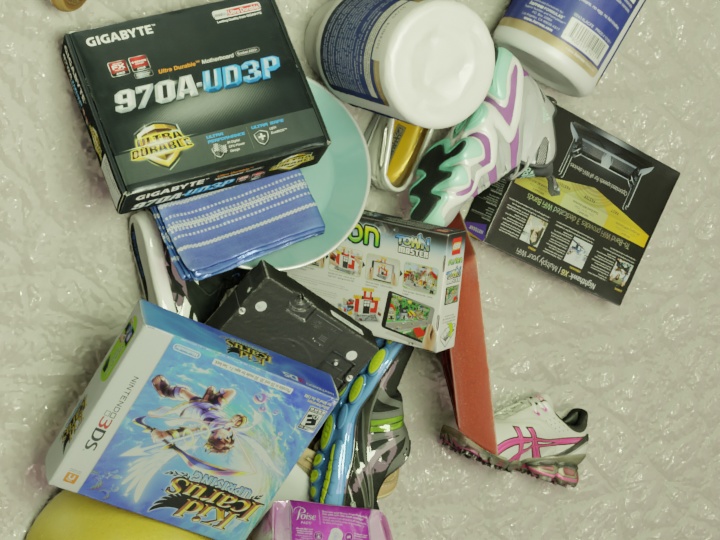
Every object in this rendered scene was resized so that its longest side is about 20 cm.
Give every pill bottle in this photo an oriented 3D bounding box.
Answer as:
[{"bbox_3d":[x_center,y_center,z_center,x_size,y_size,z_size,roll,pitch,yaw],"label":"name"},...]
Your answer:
[{"bbox_3d":[0.226,-0.283,1.524,0.115,0.116,0.201,33,87,-30],"label":"pill bottle"},{"bbox_3d":[0.027,-0.196,1.394,0.110,0.200,0.112,-7,107,-26],"label":"pill bottle"}]

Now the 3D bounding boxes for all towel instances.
[{"bbox_3d":[-0.130,-0.099,1.380,0.144,0.024,0.201,-20,78,-21],"label":"towel"}]

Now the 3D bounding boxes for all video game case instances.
[{"bbox_3d":[-0.148,0.140,1.363,0.199,0.046,0.182,23,113,-26],"label":"video game case"}]

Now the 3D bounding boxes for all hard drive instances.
[{"bbox_3d":[-0.098,0.100,1.400,0.139,0.038,0.200,33,107,-29],"label":"hard drive"}]

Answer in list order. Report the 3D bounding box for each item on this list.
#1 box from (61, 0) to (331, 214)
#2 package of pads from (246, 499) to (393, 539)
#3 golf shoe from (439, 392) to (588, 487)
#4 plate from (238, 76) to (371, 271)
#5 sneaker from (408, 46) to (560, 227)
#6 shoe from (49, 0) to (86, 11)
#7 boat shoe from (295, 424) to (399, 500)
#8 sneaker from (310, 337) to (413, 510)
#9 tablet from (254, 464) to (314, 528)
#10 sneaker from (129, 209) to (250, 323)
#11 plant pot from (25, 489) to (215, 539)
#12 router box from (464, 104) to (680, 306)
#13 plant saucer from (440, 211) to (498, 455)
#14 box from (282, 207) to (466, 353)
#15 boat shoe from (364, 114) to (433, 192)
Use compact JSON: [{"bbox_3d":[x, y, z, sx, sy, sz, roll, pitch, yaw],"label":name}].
[{"bbox_3d":[-0.144,-0.150,1.361,0.198,0.046,0.160,-15,75,-23],"label":"box"},{"bbox_3d":[-0.058,0.292,1.475,0.119,0.200,0.076,9,55,-19],"label":"package of pads"},{"bbox_3d":[0.164,0.169,1.642,0.199,0.072,0.093,17,89,-40],"label":"golf shoe"},{"bbox_3d":[-0.089,-0.091,1.417,0.198,0.026,0.202,3,72,-10],"label":"plate"},{"bbox_3d":[0.137,-0.098,1.489,0.139,0.078,0.201,34,75,-29],"label":"sneaker"},{"bbox_3d":[-0.253,-0.322,1.307,0.070,0.053,0.202,-23,122,-56],"label":"shoe"},{"bbox_3d":[-0.037,0.174,1.522,0.199,0.072,0.065,20,132,-29],"label":"boat shoe"},{"bbox_3d":[0.012,0.143,1.478,0.082,0.071,0.201,14,94,-30],"label":"sneaker"},{"bbox_3d":[-0.117,0.215,1.501,0.130,0.014,0.200,-31,120,18],"label":"tablet"},{"bbox_3d":[-0.141,0.032,1.440,0.111,0.073,0.202,-15,109,-22],"label":"sneaker"},{"bbox_3d":[-0.204,0.301,1.423,0.198,0.142,0.202,-7,111,-18],"label":"plant pot"},{"bbox_3d":[0.221,-0.072,1.613,0.199,0.052,0.158,24,92,-30],"label":"router box"},{"bbox_3d":[0.096,0.053,1.514,0.036,0.200,0.202,-8,108,-1],"label":"plant saucer"},{"bbox_3d":[0.000,0.000,1.438,0.035,0.199,0.111,-12,112,-56],"label":"box"},{"bbox_3d":[0.057,-0.170,1.492,0.070,0.070,0.201,22,93,-30],"label":"boat shoe"}]
